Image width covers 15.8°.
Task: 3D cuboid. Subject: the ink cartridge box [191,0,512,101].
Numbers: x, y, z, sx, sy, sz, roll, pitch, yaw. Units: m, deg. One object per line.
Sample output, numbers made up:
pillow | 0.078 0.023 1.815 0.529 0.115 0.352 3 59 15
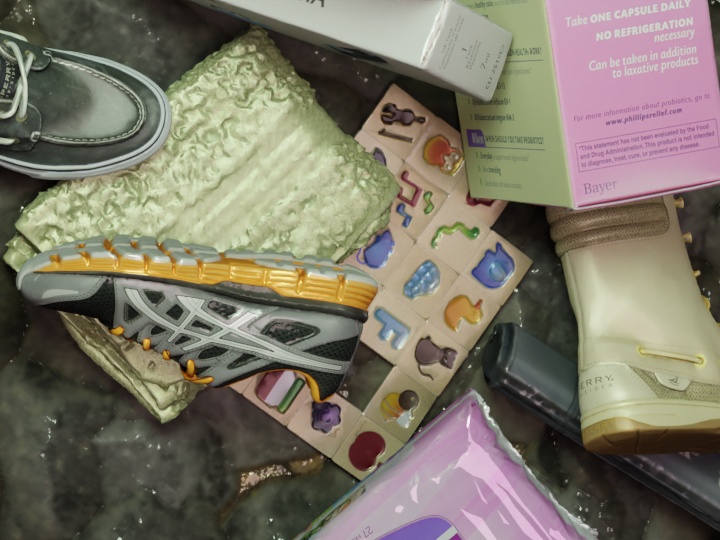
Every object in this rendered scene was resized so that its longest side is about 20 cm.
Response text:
ink cartridge box | -0.041 -0.154 1.374 0.199 0.176 0.045 21 90 27

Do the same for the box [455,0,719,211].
box | 0.117 -0.142 1.451 0.096 0.176 0.202 -11 96 -15

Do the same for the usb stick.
usb stick | 0.157 0.097 1.549 0.199 0.056 0.033 33 116 -14

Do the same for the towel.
towel | -0.090 -0.029 1.484 0.200 0.036 0.149 -42 97 -4

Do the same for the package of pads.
package of pads | 0.028 0.176 1.481 0.200 0.076 0.121 -41 93 5

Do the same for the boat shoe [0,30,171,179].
boat shoe | -0.201 -0.095 1.423 0.198 0.071 0.073 7 79 -6

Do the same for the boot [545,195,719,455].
boot | 0.194 0.028 1.536 0.199 0.073 0.157 1 71 -39

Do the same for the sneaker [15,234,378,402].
sneaker | -0.092 0.025 1.431 0.198 0.078 0.078 8 100 -6

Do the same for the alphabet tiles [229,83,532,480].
alphabet tiles | 0.000 0.000 1.527 0.167 0.008 0.201 36 86 -13
